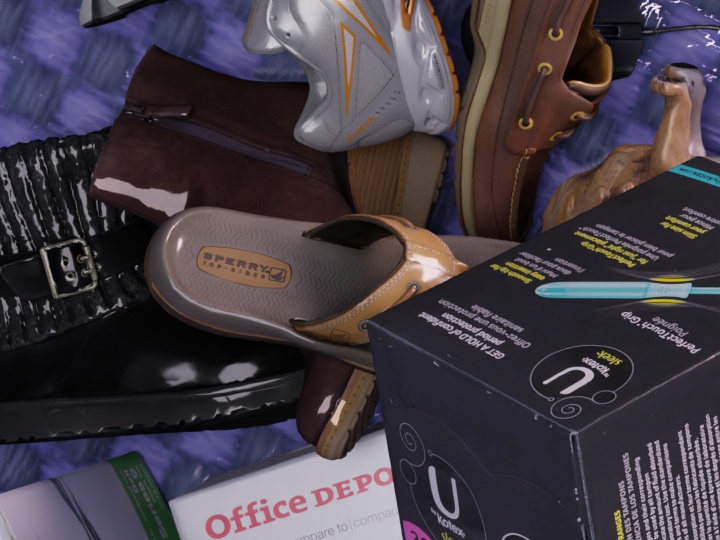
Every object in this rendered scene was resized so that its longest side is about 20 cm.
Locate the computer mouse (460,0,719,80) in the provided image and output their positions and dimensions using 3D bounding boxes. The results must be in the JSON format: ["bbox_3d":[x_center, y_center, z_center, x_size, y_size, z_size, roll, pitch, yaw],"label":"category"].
[{"bbox_3d":[0.145,-0.116,1.473,0.199,0.034,0.059,-1,92,15],"label":"computer mouse"}]

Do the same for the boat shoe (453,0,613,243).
[{"bbox_3d":[0.086,-0.089,1.438,0.067,0.072,0.201,13,129,9],"label":"boat shoe"}]

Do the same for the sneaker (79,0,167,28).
[{"bbox_3d":[-0.066,-0.195,1.505,0.199,0.074,0.089,-19,90,15],"label":"sneaker"}]

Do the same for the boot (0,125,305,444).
[{"bbox_3d":[-0.102,0.002,1.525,0.210,0.079,0.159,-5,85,8],"label":"boot"}]

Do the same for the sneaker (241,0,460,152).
[{"bbox_3d":[-0.020,-0.146,1.426,0.092,0.076,0.201,-19,107,-4],"label":"sneaker"}]

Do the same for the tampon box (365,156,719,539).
[{"bbox_3d":[0.130,0.059,1.335,0.150,0.199,0.127,27,135,49],"label":"tampon box"}]

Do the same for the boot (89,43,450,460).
[{"bbox_3d":[-0.054,-0.010,1.472,0.166,0.072,0.201,16,57,0],"label":"boot"}]

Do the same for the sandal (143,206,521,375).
[{"bbox_3d":[0.000,0.000,1.398,0.199,0.055,0.082,12,57,-2],"label":"sandal"}]

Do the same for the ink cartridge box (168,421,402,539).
[{"bbox_3d":[0.008,0.182,1.503,0.145,0.084,0.201,-19,88,16],"label":"ink cartridge box"}]

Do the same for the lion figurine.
[{"bbox_3d":[0.188,-0.031,1.449,0.199,0.072,0.123,9,107,10],"label":"lion figurine"}]

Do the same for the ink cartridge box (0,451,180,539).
[{"bbox_3d":[-0.186,0.163,1.494,0.145,0.200,0.084,-26,86,15],"label":"ink cartridge box"}]
